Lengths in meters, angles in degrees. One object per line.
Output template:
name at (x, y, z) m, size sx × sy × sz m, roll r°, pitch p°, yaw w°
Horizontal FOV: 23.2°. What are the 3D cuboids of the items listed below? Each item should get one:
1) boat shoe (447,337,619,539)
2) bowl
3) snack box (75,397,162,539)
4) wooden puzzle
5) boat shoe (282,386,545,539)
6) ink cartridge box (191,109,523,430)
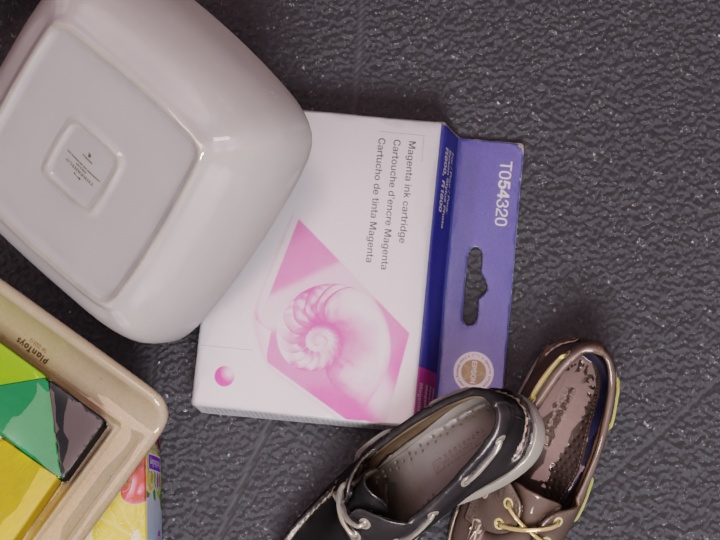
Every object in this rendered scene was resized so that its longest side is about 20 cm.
boat shoe at (0.106, 0.136, 1.085) m, size 0.071 × 0.060 × 0.202 m, roll 25°, pitch 83°, yaw -1°
bowl at (-0.151, -0.070, 1.064) m, size 0.200 × 0.075 × 0.200 m, roll 42°, pitch 115°, yaw 11°
snack box at (-0.208, 0.184, 1.088) m, size 0.167 × 0.068 × 0.202 m, roll -2°, pitch 79°, yaw 2°
wooden puzzle at (-0.241, 0.110, 1.050) m, size 0.184 × 0.037 × 0.201 m, roll 34°, pitch 82°, yaw 9°
boat shoe at (0.020, 0.136, 1.063) m, size 0.199 × 0.060 × 0.074 m, roll -33°, pitch 63°, yaw 18°
ink cartridge box at (0.000, 0.000, 1.123) m, size 0.198 × 0.043 × 0.199 m, roll 4°, pitch 81°, yaw 4°
